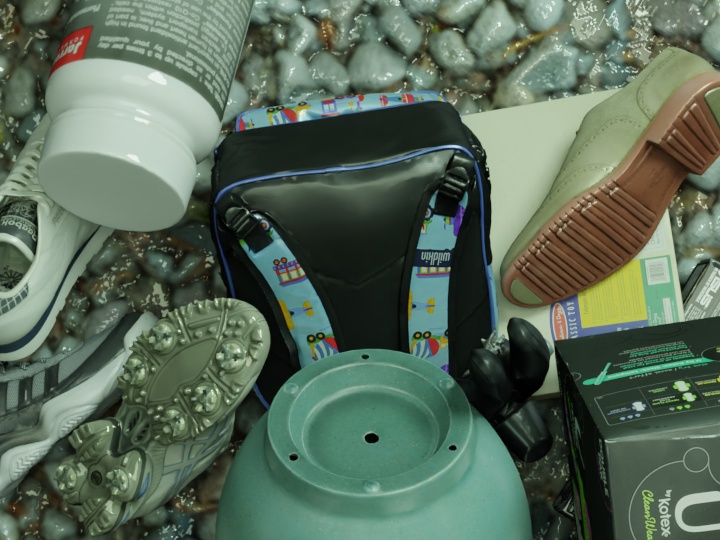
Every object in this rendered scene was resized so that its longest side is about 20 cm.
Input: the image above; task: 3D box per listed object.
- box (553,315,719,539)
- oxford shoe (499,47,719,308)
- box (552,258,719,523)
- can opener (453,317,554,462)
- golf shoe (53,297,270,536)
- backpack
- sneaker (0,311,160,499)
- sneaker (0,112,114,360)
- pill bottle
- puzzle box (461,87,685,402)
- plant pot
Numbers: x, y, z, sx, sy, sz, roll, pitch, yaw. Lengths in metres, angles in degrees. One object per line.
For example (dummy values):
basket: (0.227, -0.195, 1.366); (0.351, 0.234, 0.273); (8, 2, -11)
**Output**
box: (0.194, 0.127, 1.094); (0.124, 0.200, 0.149); (-9, 104, 0)
oxford shoe: (0.160, -0.059, 1.195); (0.200, 0.074, 0.071); (-44, 132, 6)
box: (0.248, 0.116, 1.235); (0.158, 0.050, 0.200); (31, 87, 1)
can opener: (0.094, 0.061, 1.108); (0.079, 0.200, 0.063); (41, 81, 15)
golf shoe: (-0.112, 0.087, 1.185); (0.200, 0.097, 0.078); (-46, 66, 28)
backpack: (0.000, 0.000, 1.198); (0.182, 0.135, 0.200); (-10, 119, -1)
sneaker: (-0.232, 0.071, 1.219); (0.200, 0.075, 0.114); (-41, 87, -3)
sneaker: (-0.206, -0.041, 1.201); (0.076, 0.081, 0.200); (11, 61, 10)
pill bottle: (-0.136, -0.135, 1.183); (0.114, 0.114, 0.200); (13, 63, 0)
puzzle box: (0.141, -0.017, 1.227); (0.133, 0.025, 0.200); (-8, 77, 10)
plant pot: (0.007, 0.132, 1.089); (0.200, 0.200, 0.134); (-1, 131, 1)
